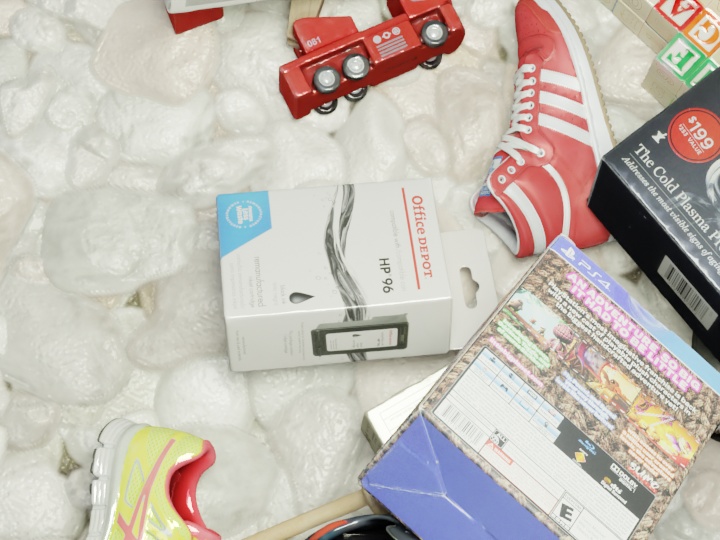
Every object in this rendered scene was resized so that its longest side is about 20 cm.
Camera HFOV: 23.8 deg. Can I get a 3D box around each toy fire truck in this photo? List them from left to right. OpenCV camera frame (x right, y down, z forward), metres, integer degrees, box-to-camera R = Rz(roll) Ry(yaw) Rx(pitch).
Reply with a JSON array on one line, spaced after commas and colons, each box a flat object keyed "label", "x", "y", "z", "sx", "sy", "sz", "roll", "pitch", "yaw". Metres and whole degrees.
[{"label": "toy fire truck", "x": -0.036, "y": -0.195, "z": 1.297, "sx": 0.199, "sy": 0.049, "sz": 0.142, "roll": -24, "pitch": 76, "yaw": -10}]

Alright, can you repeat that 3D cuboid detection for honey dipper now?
[{"label": "honey dipper", "x": -0.038, "y": 0.171, "z": 1.174, "sx": 0.199, "sy": 0.038, "sz": 0.038, "roll": -24, "pitch": 76, "yaw": 20}]

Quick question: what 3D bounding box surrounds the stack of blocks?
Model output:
[{"label": "stack of blocks", "x": 0.267, "y": -0.180, "z": 1.303, "sx": 0.200, "sy": 0.059, "sz": 0.115, "roll": 44, "pitch": 78, "yaw": 8}]

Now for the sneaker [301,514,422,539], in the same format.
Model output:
[{"label": "sneaker", "x": 0.052, "y": 0.190, "z": 1.111, "sx": 0.198, "sy": 0.085, "sz": 0.076, "roll": -8, "pitch": 76, "yaw": -5}]

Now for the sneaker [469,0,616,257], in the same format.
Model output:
[{"label": "sneaker", "x": 0.122, "y": -0.107, "z": 1.272, "sx": 0.112, "sy": 0.071, "sz": 0.202, "roll": -16, "pitch": 79, "yaw": -10}]

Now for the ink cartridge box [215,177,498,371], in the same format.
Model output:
[{"label": "ink cartridge box", "x": 0.000, "y": 0.000, "z": 1.221, "sx": 0.198, "sy": 0.068, "sz": 0.117, "roll": -5, "pitch": 52, "yaw": -4}]

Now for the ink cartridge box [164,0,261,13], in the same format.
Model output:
[{"label": "ink cartridge box", "x": -0.087, "y": -0.295, "z": 1.275, "sx": 0.160, "sy": 0.050, "sz": 0.201, "roll": -10, "pitch": 66, "yaw": -14}]

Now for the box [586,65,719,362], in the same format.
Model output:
[{"label": "box", "x": 0.290, "y": -0.042, "z": 1.181, "sx": 0.182, "sy": 0.104, "sz": 0.200, "roll": -37, "pitch": 76, "yaw": -10}]

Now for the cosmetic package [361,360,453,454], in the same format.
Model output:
[{"label": "cosmetic package", "x": 0.092, "y": 0.166, "z": 1.200, "sx": 0.103, "sy": 0.073, "sz": 0.201, "roll": -27, "pitch": 79, "yaw": -9}]

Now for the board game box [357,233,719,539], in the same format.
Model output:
[{"label": "board game box", "x": 0.123, "y": 0.105, "z": 1.103, "sx": 0.159, "sy": 0.097, "sz": 0.200, "roll": 41, "pitch": 48, "yaw": 3}]

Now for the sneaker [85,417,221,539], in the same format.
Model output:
[{"label": "sneaker", "x": -0.141, "y": 0.199, "z": 1.167, "sx": 0.089, "sy": 0.078, "sz": 0.202, "roll": -1, "pitch": 75, "yaw": 14}]

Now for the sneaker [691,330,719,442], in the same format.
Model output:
[{"label": "sneaker", "x": 0.332, "y": 0.091, "z": 1.238, "sx": 0.198, "sy": 0.075, "sz": 0.107, "roll": 15, "pitch": 80, "yaw": 10}]
